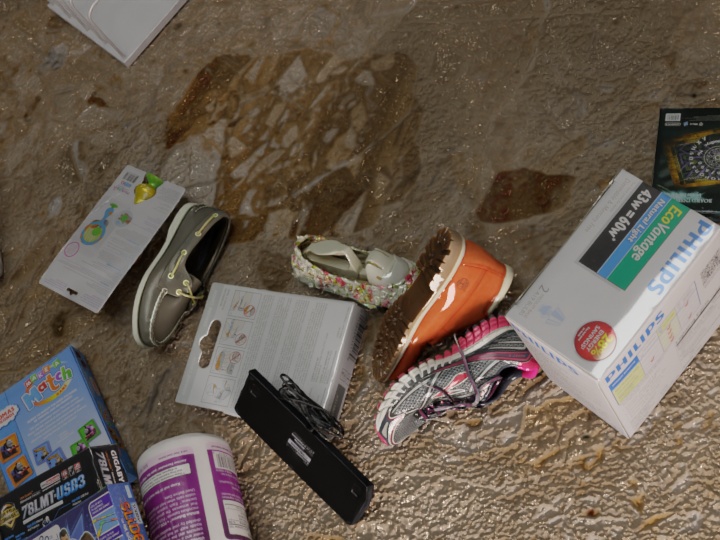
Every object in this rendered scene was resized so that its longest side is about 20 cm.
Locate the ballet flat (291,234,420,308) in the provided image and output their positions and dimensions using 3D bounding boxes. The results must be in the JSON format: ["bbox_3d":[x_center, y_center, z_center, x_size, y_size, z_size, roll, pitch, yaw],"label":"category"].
[{"bbox_3d":[0.000,0.000,1.497,0.200,0.064,0.076,10,50,25],"label":"ballet flat"}]

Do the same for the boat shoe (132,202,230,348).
[{"bbox_3d":[-0.224,0.007,1.586,0.060,0.072,0.202,9,67,30],"label":"boat shoe"}]

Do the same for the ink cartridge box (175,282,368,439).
[{"bbox_3d":[-0.105,0.105,1.509,0.200,0.057,0.163,6,70,29],"label":"ink cartridge box"}]

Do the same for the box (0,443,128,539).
[{"bbox_3d":[-0.326,0.324,1.436,0.200,0.050,0.199,-30,70,32],"label":"box"}]

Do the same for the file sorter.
[{"bbox_3d":[-0.377,-0.419,1.812,0.200,0.125,0.139,37,84,31],"label":"file sorter"}]

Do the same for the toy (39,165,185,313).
[{"bbox_3d":[-0.318,-0.037,1.660,0.115,0.047,0.200,23,74,32],"label":"toy"}]

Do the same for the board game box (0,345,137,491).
[{"bbox_3d":[-0.381,0.216,1.576,0.151,0.037,0.200,-34,61,5],"label":"board game box"}]

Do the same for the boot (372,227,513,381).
[{"bbox_3d":[0.092,0.057,1.433,0.200,0.107,0.075,-57,26,21],"label":"boot"}]

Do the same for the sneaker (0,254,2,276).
[{"bbox_3d":[-0.578,-0.060,1.756,0.129,0.079,0.199,-18,71,4],"label":"sneaker"}]

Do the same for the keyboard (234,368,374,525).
[{"bbox_3d":[-0.053,0.187,1.419,0.200,0.104,0.040,42,44,16],"label":"keyboard"}]

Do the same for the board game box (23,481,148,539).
[{"bbox_3d":[-0.303,0.332,1.367,0.200,0.034,0.136,-33,69,31],"label":"board game box"}]

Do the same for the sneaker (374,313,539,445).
[{"bbox_3d":[0.103,0.130,1.393,0.200,0.081,0.075,-36,61,3],"label":"sneaker"}]

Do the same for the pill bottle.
[{"bbox_3d":[-0.181,0.294,1.415,0.112,0.112,0.200,-23,60,11],"label":"pill bottle"}]

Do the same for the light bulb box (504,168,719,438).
[{"bbox_3d":[0.274,0.038,1.294,0.125,0.200,0.198,36,83,31],"label":"light bulb box"}]

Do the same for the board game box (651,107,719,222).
[{"bbox_3d":[0.428,-0.117,1.401,0.200,0.028,0.135,3,69,23],"label":"board game box"}]
